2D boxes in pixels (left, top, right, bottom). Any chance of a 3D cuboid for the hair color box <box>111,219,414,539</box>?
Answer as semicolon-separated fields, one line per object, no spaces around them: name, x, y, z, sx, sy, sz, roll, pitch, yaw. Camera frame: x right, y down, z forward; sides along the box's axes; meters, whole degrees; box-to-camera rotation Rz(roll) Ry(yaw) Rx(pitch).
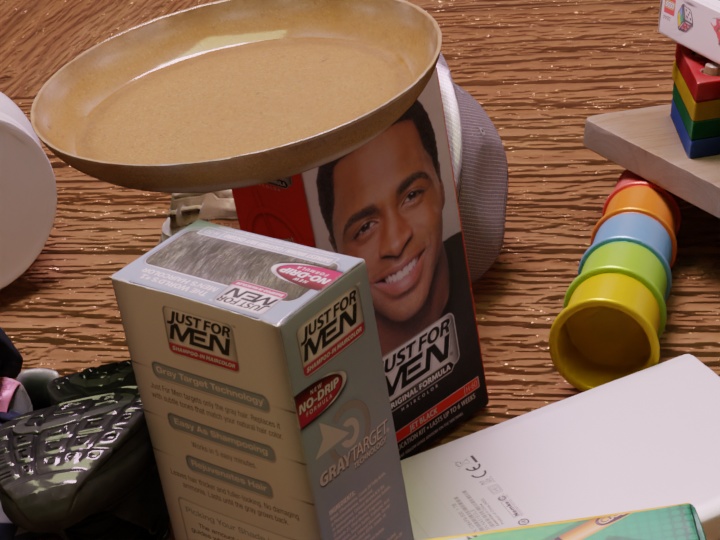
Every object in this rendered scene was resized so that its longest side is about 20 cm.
hair color box;-0.036;0.085;0.866;0.099;0.201;0.061;14;37;38

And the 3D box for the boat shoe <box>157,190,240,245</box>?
boat shoe;-0.080;-0.027;1.181;0.074;0.069;0.200;3;8;-14

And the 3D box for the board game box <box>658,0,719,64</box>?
board game box;0.277;-0.129;1.129;0.126;0.035;0.200;-7;25;-23

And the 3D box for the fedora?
fedora;0.028;-0.052;1.183;0.090;0.177;0.200;11;36;-36

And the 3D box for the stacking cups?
stacking cups;0.154;0.000;1.123;0.060;0.061;0.200;-1;25;18

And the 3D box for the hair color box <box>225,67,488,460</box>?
hair color box;0.000;0.000;1.011;0.101;0.201;0.061;-32;34;-34

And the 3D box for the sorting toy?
sorting toy;0.270;-0.089;1.169;0.199;0.070;0.199;-10;26;-28

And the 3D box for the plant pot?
plant pot;-0.057;-0.085;0.946;0.199;0.028;0.200;-9;28;5

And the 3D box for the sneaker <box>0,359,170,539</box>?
sneaker;-0.118;0.098;0.924;0.076;0.091;0.200;-9;6;7

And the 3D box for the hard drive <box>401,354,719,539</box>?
hard drive;0.106;0.108;0.960;0.199;0.027;0.132;-19;29;-14

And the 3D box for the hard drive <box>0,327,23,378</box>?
hard drive;-0.240;0.072;1.003;0.139;0.033;0.200;-36;-1;-8

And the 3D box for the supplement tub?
supplement tub;-0.295;-0.071;1.301;0.144;0.145;0.200;-24;31;-23

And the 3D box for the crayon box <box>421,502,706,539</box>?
crayon box;0.042;0.167;0.776;0.199;0.119;0.058;-9;28;5

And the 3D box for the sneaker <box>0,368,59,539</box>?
sneaker;-0.189;0.095;0.954;0.070;0.082;0.200;3;5;7
